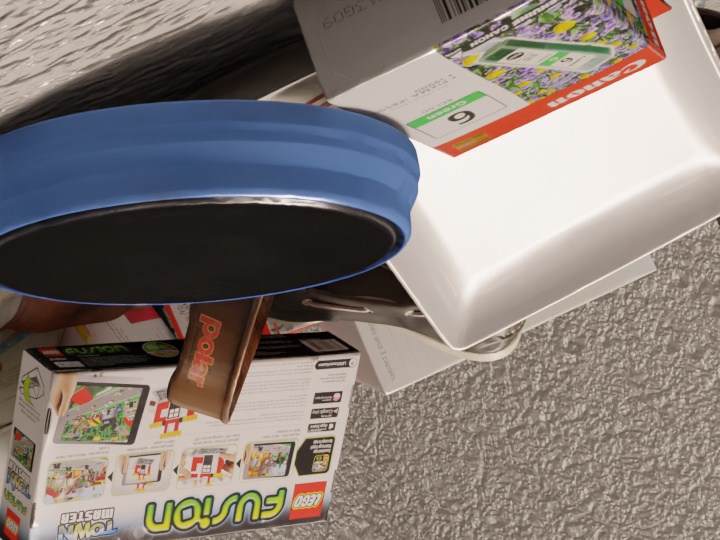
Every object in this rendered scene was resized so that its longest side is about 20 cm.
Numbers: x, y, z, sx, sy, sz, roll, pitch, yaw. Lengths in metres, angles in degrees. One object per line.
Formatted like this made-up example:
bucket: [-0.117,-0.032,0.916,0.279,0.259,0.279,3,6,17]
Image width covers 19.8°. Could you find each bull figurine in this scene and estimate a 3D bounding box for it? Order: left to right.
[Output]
bull figurine: [-0.156,-0.001,1.153,0.121,0.065,0.200,-29,177,31]

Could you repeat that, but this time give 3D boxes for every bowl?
bowl: [-0.073,-0.023,0.876,0.200,0.039,0.201,-4,166,-1]

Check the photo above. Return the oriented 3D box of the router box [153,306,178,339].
router box: [-0.125,0.071,1.439,0.062,0.200,0.150,-25,178,12]

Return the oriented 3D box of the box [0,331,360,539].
box: [-0.098,0.094,1.142,0.200,0.110,0.035,-1,-159,-37]

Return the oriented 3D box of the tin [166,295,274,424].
tin: [-0.062,0.000,1.090,0.200,0.042,0.112,-74,-175,-64]

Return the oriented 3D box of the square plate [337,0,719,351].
square plate: [0.092,-0.061,1.047,0.200,0.028,0.198,-28,137,9]

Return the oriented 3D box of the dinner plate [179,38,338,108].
dinner plate: [-0.049,-0.074,0.971,0.200,0.024,0.200,-27,176,-2]

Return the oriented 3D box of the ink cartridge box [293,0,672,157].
ink cartridge box: [0.066,-0.095,0.879,0.109,0.050,0.200,-25,163,20]

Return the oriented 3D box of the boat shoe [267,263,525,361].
boat shoe: [0.000,0.000,1.199,0.057,0.200,0.067,87,19,-51]

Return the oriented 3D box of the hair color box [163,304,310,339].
hair color box: [-0.088,0.002,1.408,0.064,0.111,0.200,-24,179,7]

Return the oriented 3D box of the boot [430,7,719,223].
boot: [0.092,-0.096,1.089,0.200,0.070,0.146,8,126,-20]

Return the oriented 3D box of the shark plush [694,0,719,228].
shark plush: [0.190,-0.100,1.180,0.091,0.200,0.083,-34,146,1]

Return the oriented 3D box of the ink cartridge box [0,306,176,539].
ink cartridge box: [-0.169,0.093,1.249,0.086,0.148,0.200,-23,-153,19]

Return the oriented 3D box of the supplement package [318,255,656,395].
supplement package: [0.061,-0.032,1.388,0.200,0.152,0.151,-24,-172,-10]
